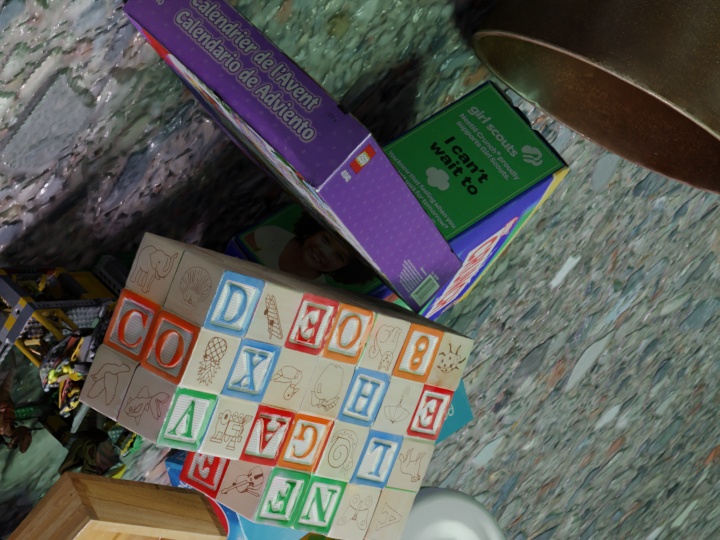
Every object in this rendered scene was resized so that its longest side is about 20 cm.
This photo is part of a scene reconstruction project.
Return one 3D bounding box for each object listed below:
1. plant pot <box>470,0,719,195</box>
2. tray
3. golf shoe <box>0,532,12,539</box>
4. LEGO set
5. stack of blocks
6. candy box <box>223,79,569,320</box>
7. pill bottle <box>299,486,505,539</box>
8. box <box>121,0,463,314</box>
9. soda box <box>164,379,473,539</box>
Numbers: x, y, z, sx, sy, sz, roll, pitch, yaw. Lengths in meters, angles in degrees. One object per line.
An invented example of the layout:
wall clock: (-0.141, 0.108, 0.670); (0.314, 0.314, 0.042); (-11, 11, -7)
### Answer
plant pot: (0.190, -0.174, 1.358); (0.200, 0.187, 0.187); (-62, 159, -6)
tray: (-0.167, 0.184, 1.221); (0.099, 0.037, 0.200); (15, 124, -49)
golf shoe: (-0.188, 0.170, 1.324); (0.092, 0.073, 0.200); (-48, 165, 14)
LEGO set: (-0.131, 0.074, 1.209); (0.154, 0.116, 0.200); (-53, 157, 12)
stack of blocks: (-0.041, 0.061, 1.162); (0.200, 0.059, 0.115); (18, 95, -51)
candy box: (0.000, 0.000, 1.345); (0.200, 0.077, 0.169); (-35, 168, -31)
pill bottle: (-0.005, 0.194, 1.540); (0.111, 0.111, 0.200); (-33, -164, -32)
box: (-0.028, -0.061, 1.154); (0.039, 0.137, 0.200); (-46, 158, -3)
soda box: (-0.024, 0.106, 1.501); (0.200, 0.064, 0.068); (-32, 116, -36)
